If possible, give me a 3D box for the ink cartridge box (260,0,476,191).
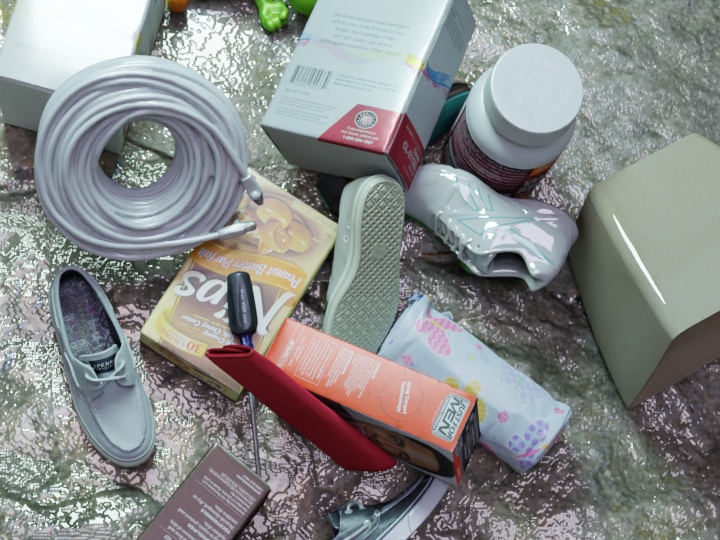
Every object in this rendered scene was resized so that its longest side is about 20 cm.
[{"bbox_3d":[0.012,-0.197,1.428,0.145,0.083,0.201,15,71,26],"label":"ink cartridge box"}]

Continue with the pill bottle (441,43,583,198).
[{"bbox_3d":[0.150,-0.141,1.420,0.108,0.200,0.111,2,74,-8],"label":"pill bottle"}]

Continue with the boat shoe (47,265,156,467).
[{"bbox_3d":[-0.250,0.089,1.360,0.070,0.072,0.202,-21,78,-14],"label":"boat shoe"}]

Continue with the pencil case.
[{"bbox_3d":[0.110,0.110,1.405,0.200,0.091,0.083,39,114,5],"label":"pencil case"}]

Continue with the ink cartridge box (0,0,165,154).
[{"bbox_3d":[-0.278,-0.218,1.415,0.124,0.129,0.202,15,72,-3],"label":"ink cartridge box"}]

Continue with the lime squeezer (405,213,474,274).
[{"bbox_3d":[0.142,-0.024,1.479,0.198,0.038,0.071,5,42,-6],"label":"lime squeezer"}]

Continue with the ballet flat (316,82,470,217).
[{"bbox_3d":[0.030,-0.138,1.475,0.068,0.068,0.200,39,72,18],"label":"ballet flat"}]

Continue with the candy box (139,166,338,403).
[{"bbox_3d":[-0.117,0.014,1.411,0.115,0.055,0.201,31,72,0],"label":"candy box"}]

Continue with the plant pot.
[{"bbox_3d":[0.316,-0.013,1.421,0.199,0.200,0.178,-27,70,-15],"label":"plant pot"}]

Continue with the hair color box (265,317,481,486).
[{"bbox_3d":[0.011,0.124,1.347,0.199,0.102,0.062,21,68,17],"label":"hair color box"}]

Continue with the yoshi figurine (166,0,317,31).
[{"bbox_3d":[-0.102,-0.308,1.486,0.198,0.112,0.113,-3,88,-12],"label":"yoshi figurine"}]

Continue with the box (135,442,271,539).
[{"bbox_3d":[-0.170,0.262,1.308,0.075,0.100,0.200,39,73,4],"label":"box"}]

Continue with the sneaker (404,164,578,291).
[{"bbox_3d":[0.112,-0.044,1.420,0.199,0.071,0.081,20,62,13],"label":"sneaker"}]

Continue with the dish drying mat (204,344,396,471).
[{"bbox_3d":[-0.054,0.128,1.328,0.200,0.076,0.018,43,63,-30],"label":"dish drying mat"}]

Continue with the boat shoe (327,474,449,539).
[{"bbox_3d":[-0.003,0.250,1.356,0.200,0.072,0.068,-41,85,-10],"label":"boat shoe"}]

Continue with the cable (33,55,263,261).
[{"bbox_3d":[-0.204,-0.105,1.333,0.198,0.069,0.201,-18,121,-4],"label":"cable"}]

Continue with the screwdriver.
[{"bbox_3d":[-0.102,0.100,1.354,0.029,0.028,0.202,-6,84,-42],"label":"screwdriver"}]

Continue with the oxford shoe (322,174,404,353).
[{"bbox_3d":[0.000,0.000,1.409,0.075,0.058,0.202,1,107,-29],"label":"oxford shoe"}]
